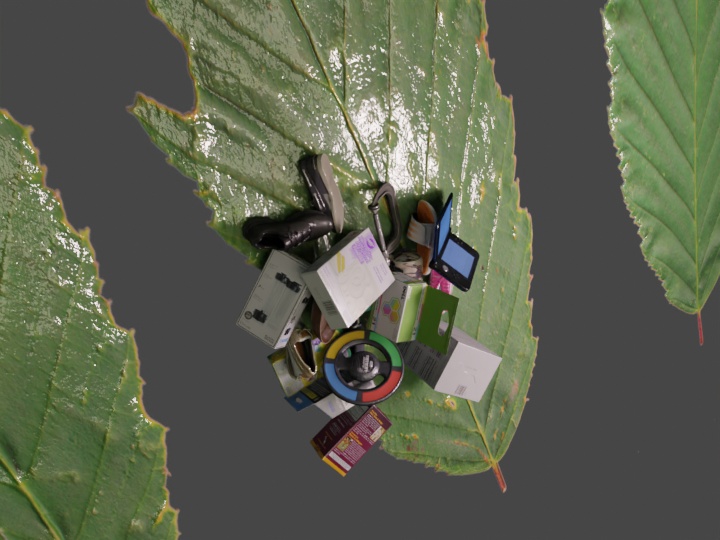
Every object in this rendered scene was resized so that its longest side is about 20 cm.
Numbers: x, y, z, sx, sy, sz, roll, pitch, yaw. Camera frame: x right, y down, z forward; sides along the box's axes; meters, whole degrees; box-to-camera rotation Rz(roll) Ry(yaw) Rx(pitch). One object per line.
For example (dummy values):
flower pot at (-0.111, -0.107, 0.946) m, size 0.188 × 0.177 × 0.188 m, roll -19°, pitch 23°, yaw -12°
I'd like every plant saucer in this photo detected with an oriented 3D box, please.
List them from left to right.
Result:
plant saucer at (-0.075, 0.072, 1.297) m, size 0.200 × 0.034 × 0.201 m, roll 12°, pitch 90°, yaw -77°

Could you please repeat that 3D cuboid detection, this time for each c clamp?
c clamp at (0.059, -0.105, 1.334) m, size 0.171 × 0.027 × 0.201 m, roll -39°, pitch 126°, yaw -46°

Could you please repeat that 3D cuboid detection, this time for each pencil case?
pencil case at (0.118, 0.045, 1.436) m, size 0.078 × 0.089 × 0.201 m, roll -43°, pitch 139°, yaw -50°

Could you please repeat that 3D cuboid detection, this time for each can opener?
can opener at (-0.002, 0.139, 1.422) m, size 0.067 × 0.053 × 0.201 m, roll -19°, pitch 120°, yaw -23°

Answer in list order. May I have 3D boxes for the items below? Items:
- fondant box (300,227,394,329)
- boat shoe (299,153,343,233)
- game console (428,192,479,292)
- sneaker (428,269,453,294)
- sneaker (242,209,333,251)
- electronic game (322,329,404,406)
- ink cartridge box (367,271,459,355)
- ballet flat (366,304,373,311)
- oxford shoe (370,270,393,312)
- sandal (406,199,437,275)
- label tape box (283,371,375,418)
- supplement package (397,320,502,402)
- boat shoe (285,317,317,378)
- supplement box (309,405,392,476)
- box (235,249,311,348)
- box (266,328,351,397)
fondant box at (-0.023, 0.015, 1.216) m, size 0.200 × 0.058 × 0.145 m, roll -43°, pitch 112°, yaw -43°
boat shoe at (-0.086, -0.172, 1.250) m, size 0.062 × 0.073 × 0.201 m, roll -4°, pitch 127°, yaw 16°
game console at (0.248, -0.074, 1.386) m, size 0.170 × 0.200 × 0.118 m, roll 36°, pitch 126°, yaw -2°
sneaker at (0.221, 0.023, 1.503) m, size 0.081 × 0.088 × 0.201 m, roll 17°, pitch 83°, yaw 5°
sneaker at (-0.151, -0.078, 1.202) m, size 0.199 × 0.091 × 0.076 m, roll -13°, pitch 123°, yaw -17°
electronic game at (0.007, 0.233, 1.333) m, size 0.199 × 0.200 × 0.042 m, roll -26°, pitch 150°, yaw -20°
ink cartridge box at (0.122, 0.101, 1.296) m, size 0.076 × 0.200 × 0.149 m, roll 0°, pitch 106°, yaw -43°
ballet flat at (0.000, 0.000, 1.351) m, size 0.072 × 0.072 × 0.201 m, roll -8°, pitch 103°, yaw -29°
oxford shoe at (0.053, 0.085, 1.422) m, size 0.070 × 0.075 × 0.201 m, roll -14°, pitch 116°, yaw -39°
sandal at (0.154, -0.076, 1.413) m, size 0.059 × 0.079 × 0.208 m, roll -15°, pitch 119°, yaw -27°
label tape box at (-0.078, 0.314, 1.386) m, size 0.199 × 0.144 × 0.064 m, roll -27°, pitch 100°, yaw -19°
supplement package at (0.239, 0.239, 1.522) m, size 0.191 × 0.200 × 0.148 m, roll 23°, pitch 97°, yaw -36°
boat shoe at (-0.146, 0.155, 1.290) m, size 0.075 × 0.068 × 0.201 m, roll -19°, pitch 95°, yaw -47°
supplement box at (-0.025, 0.449, 1.517) m, size 0.200 × 0.086 × 0.110 m, roll -45°, pitch 126°, yaw -8°
box at (-0.181, 0.060, 1.233) m, size 0.201 × 0.116 × 0.060 m, roll -64°, pitch 164°, yaw 5°
box at (-0.124, 0.218, 1.384) m, size 0.199 × 0.048 × 0.118 m, roll -27°, pitch 121°, yaw -17°
